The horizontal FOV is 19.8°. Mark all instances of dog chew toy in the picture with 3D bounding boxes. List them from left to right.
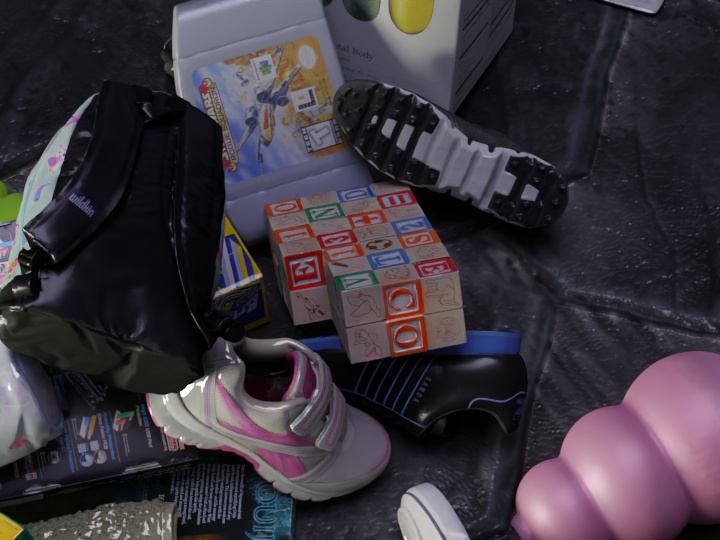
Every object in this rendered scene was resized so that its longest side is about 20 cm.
[{"bbox_3d":[0.198,0.142,1.459,0.200,0.125,0.125,-28,57,-8],"label":"dog chew toy"}]

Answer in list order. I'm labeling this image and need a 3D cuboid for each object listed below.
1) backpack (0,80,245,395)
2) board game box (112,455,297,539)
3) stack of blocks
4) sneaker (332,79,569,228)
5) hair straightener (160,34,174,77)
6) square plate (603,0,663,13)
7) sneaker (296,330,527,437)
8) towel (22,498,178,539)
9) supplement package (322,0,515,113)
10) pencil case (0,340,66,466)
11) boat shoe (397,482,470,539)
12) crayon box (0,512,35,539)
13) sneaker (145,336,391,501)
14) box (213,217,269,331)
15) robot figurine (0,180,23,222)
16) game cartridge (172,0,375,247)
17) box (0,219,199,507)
[{"bbox_3d":[-0.168,-0.028,1.406,0.167,0.127,0.200,24,56,-28],"label":"backpack"},{"bbox_3d":[-0.115,0.222,1.466,0.135,0.028,0.200,1,54,3],"label":"board game box"},{"bbox_3d":[0.000,0.000,1.544,0.115,0.059,0.200,-11,23,-7],"label":"stack of blocks"},{"bbox_3d":[0.068,-0.093,1.639,0.200,0.091,0.067,25,97,-4],"label":"sneaker"},{"bbox_3d":[-0.092,-0.147,1.732,0.077,0.041,0.200,-36,55,-27],"label":"hair straightener"},{"bbox_3d":[0.203,-0.330,1.850,0.198,0.028,0.200,18,57,14],"label":"square plate"},{"bbox_3d":[0.025,0.085,1.535,0.200,0.070,0.078,-3,87,20],"label":"sneaker"},{"bbox_3d":[-0.219,0.235,1.432,0.200,0.037,0.149,-14,50,9],"label":"towel"},{"bbox_3d":[0.040,-0.260,1.684,0.152,0.200,0.151,19,44,16],"label":"supplement package"},{"bbox_3d":[-0.304,0.109,1.409,0.200,0.083,0.091,-25,65,-1],"label":"pencil case"},{"bbox_3d":[0.055,0.240,1.424,0.066,0.072,0.200,-14,63,-13],"label":"boat shoe"},{"bbox_3d":[-0.323,0.198,1.439,0.200,0.058,0.119,24,64,37],"label":"crayon box"},{"bbox_3d":[-0.050,0.100,1.463,0.200,0.088,0.081,23,48,-34],"label":"sneaker"},{"bbox_3d":[-0.147,-0.035,1.630,0.070,0.064,0.200,-25,58,-14],"label":"box"},{"bbox_3d":[-0.272,0.007,1.574,0.200,0.116,0.176,-24,52,-14],"label":"robot figurine"},{"bbox_3d":[-0.074,-0.126,1.637,0.133,0.042,0.200,-18,95,-11],"label":"game cartridge"},{"bbox_3d":[-0.212,0.058,1.488,0.159,0.046,0.200,-11,81,-10],"label":"box"}]
